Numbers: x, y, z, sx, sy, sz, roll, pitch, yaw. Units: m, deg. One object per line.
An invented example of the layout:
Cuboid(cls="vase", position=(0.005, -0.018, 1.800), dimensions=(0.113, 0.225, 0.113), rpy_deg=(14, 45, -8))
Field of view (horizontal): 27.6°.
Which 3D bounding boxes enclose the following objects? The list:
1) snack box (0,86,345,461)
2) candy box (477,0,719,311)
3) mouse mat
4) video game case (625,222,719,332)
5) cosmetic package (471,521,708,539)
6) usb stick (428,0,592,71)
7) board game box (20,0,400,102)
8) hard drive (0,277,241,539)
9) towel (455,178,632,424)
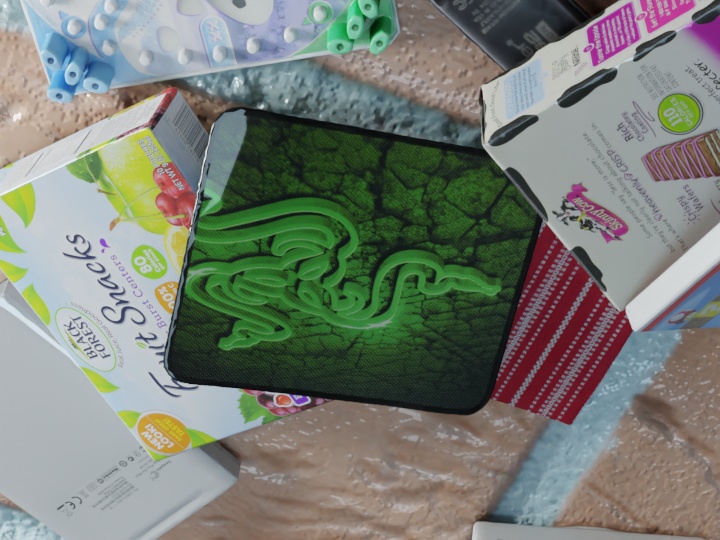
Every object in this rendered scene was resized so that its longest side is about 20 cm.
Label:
Cuboid(cls="snack box", position=(-0.114, 0.009, 0.854), dimensions=(0.142, 0.053, 0.200), rpy_deg=(-20, 118, 27))
Cuboid(cls="candy box", position=(0.178, -0.082, 0.742), dimensions=(0.200, 0.061, 0.136), rpy_deg=(-30, 121, 22))
Cuboid(cls="mouse mat", position=(0.000, 0.000, 0.818), dimensions=(0.199, 0.008, 0.162), rpy_deg=(8, 109, -17))
Cuboid(cls="video game case", position=(0.257, -0.012, 0.776), dimensions=(0.199, 0.018, 0.143), rpy_deg=(-1, 150, -30))
Cuboid(cls="cosmetic package", position=(0.149, 0.296, 0.962), dimensions=(0.167, 0.200, 0.167), rpy_deg=(5, 125, -1))
Cuboid(cls="usb stick", position=(0.116, -0.107, 0.788), dimensions=(0.200, 0.033, 0.055), rpy_deg=(39, 121, -22))
Cuboid(cls="board game box", position=(-0.094, -0.187, 0.748), dimensions=(0.199, 0.026, 0.201), rpy_deg=(-8, 124, 9))
Cuboid(cls="hard drive", position=(-0.194, 0.106, 0.956), dimensions=(0.132, 0.026, 0.200), rpy_deg=(-36, 115, 24))
Cuboid(cls="towel", position=(0.068, 0.009, 0.877), dimensions=(0.199, 0.023, 0.145), rpy_deg=(20, 124, -11))
